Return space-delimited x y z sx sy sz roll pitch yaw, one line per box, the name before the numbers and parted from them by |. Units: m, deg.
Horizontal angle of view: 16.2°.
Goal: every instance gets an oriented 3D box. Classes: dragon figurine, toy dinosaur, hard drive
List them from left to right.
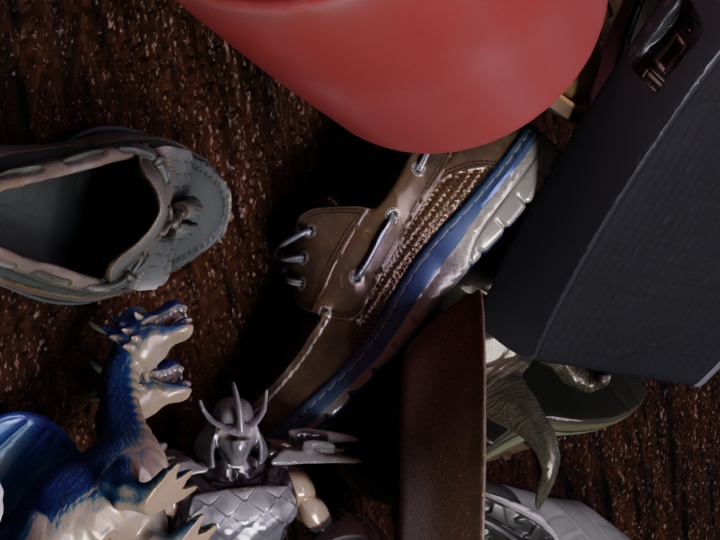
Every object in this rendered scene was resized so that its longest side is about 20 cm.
dragon figurine | -0.125 0.095 0.981 0.200 0.099 0.059 -40 134 -18
toy dinosaur | 0.066 0.010 1.203 0.077 0.101 0.202 -162 -107 -82
hard drive | 0.149 -0.033 1.115 0.134 0.042 0.201 10 125 -31

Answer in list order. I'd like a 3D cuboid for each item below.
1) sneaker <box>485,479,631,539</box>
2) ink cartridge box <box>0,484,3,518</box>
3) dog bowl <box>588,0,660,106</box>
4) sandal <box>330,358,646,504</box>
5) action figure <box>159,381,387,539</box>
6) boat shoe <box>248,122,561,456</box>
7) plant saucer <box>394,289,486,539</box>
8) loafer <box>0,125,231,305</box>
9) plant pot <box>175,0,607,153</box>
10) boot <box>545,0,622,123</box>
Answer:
sneaker | 0.085 0.146 1.307 0.074 0.080 0.200 -40 136 19
ink cartridge box | -0.222 0.087 0.814 0.200 0.083 0.146 47 60 -50
dog bowl | 0.195 -0.093 1.391 0.200 0.073 0.202 -19 114 -52
sandal | 0.058 0.062 1.248 0.200 0.057 0.080 -18 76 -36
action figure | -0.052 0.143 1.066 0.129 0.069 0.202 -1 105 -10
boat shoe | 0.000 0.000 1.128 0.200 0.072 0.072 -49 -178 -11
plant saucer | 0.033 0.109 1.092 0.200 0.036 0.202 1 90 -89
loafer | -0.107 -0.018 0.974 0.199 0.063 0.072 -2 100 -56
plant pot | 0.014 -0.149 1.020 0.202 0.199 0.177 -68 152 -17
boot | 0.088 -0.117 1.167 0.076 0.073 0.200 -58 180 15
